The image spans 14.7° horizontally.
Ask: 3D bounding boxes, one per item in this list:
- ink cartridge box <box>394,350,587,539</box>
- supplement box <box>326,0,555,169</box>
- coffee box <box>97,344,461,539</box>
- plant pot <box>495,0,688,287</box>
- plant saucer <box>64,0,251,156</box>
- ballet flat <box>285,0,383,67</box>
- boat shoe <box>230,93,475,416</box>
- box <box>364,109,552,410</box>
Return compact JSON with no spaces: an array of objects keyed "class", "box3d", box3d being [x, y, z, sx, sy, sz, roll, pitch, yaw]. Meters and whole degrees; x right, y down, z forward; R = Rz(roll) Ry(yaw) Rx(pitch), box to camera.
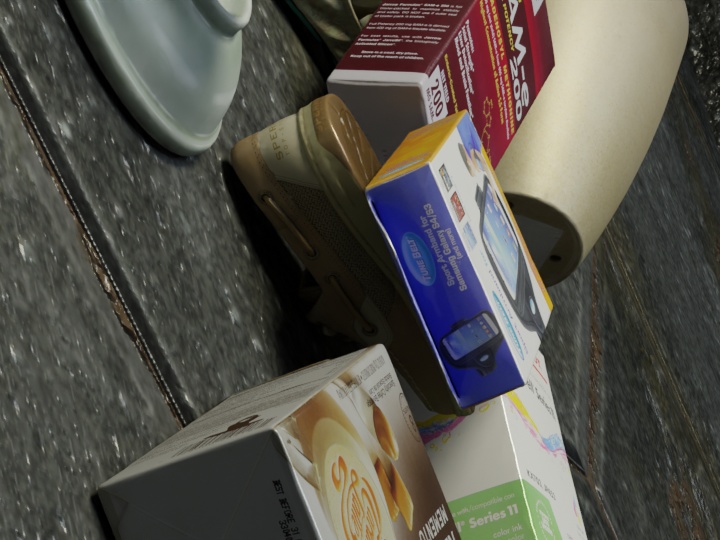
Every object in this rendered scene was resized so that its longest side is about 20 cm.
[{"class":"ink cartridge box","box3d":[0.067,0.088,1.544,0.117,0.067,0.201,45,28,-58]},{"class":"supplement box","box3d":[0.050,-0.113,1.607,0.200,0.061,0.109,-59,145,-49]},{"class":"coffee box","box3d":[-0.025,0.108,1.137,0.200,0.079,0.115,-30,99,-76]},{"class":"plant pot","box3d":[0.108,-0.092,1.776,0.201,0.187,0.188,-78,148,-41]},{"class":"plant saucer","box3d":[-0.094,-0.154,1.302,0.200,0.050,0.201,-20,90,-76]},{"class":"ballet flat","box3d":[0.003,-0.146,1.638,0.200,0.062,0.068,50,24,-55]},{"class":"boat shoe","box3d":[0.000,0.000,1.418,0.071,0.064,0.200,-94,158,-57]},{"class":"box","box3d":[0.051,-0.007,1.403,0.200,0.041,0.119,-61,128,-77]}]
